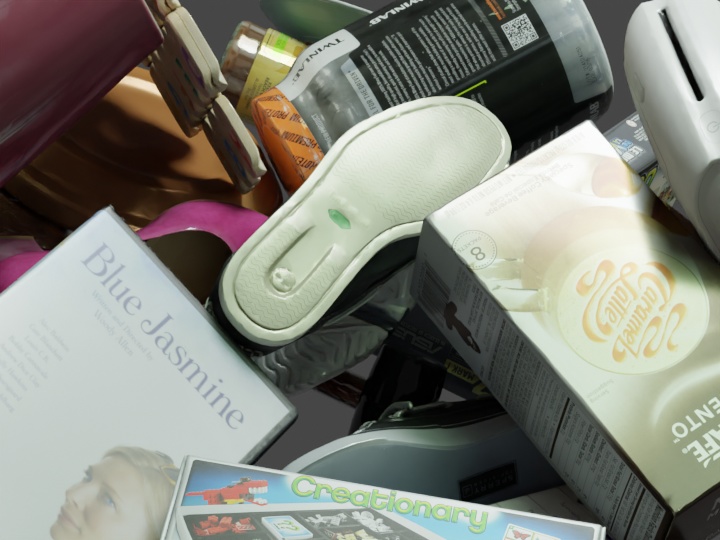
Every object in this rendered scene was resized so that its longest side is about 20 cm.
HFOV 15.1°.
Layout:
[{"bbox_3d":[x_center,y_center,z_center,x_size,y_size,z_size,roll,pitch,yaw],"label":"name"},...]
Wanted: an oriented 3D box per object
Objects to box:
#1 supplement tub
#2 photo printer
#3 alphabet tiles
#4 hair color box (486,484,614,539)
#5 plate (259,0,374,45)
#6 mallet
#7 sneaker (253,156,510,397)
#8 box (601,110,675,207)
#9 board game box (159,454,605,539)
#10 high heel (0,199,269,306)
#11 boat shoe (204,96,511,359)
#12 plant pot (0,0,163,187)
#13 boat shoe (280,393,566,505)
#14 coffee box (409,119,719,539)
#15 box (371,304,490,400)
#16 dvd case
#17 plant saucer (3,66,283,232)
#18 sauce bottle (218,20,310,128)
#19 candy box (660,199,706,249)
[{"bbox_3d":[0.042,-0.105,1.637,0.199,0.123,0.123,-28,43,-9],"label":"supplement tub"},{"bbox_3d":[0.205,-0.044,1.416,0.200,0.069,0.167,56,13,-35],"label":"photo printer"},{"bbox_3d":[-0.113,-0.132,1.543,0.196,0.015,0.200,59,-9,0],"label":"alphabet tiles"},{"bbox_3d":[0.082,0.170,1.323,0.199,0.065,0.109,-10,43,-45],"label":"hair color box"},{"bbox_3d":[0.020,-0.133,1.806,0.199,0.026,0.200,23,-7,3],"label":"plate"},{"bbox_3d":[0.087,0.088,1.479,0.199,0.066,0.041,11,6,-26],"label":"mallet"},{"bbox_3d":[0.000,0.000,1.495,0.079,0.200,0.130,37,-10,6],"label":"sneaker"},{"bbox_3d":[0.131,-0.024,1.555,0.035,0.111,0.200,32,31,17],"label":"box"},{"bbox_3d":[0.004,0.157,1.212,0.198,0.035,0.127,9,51,6],"label":"board game box"},{"bbox_3d":[-0.111,0.012,1.461,0.199,0.068,0.096,-8,27,-22],"label":"high heel"},{"bbox_3d":[-0.004,-0.023,1.398,0.200,0.068,0.072,-39,82,-28],"label":"boat shoe"},{"bbox_3d":[-0.211,-0.132,1.431,0.201,0.178,0.200,59,-2,3],"label":"plant pot"},{"bbox_3d":[0.031,0.100,1.396,0.198,0.074,0.068,-18,20,-26],"label":"boat shoe"},{"bbox_3d":[0.130,0.038,1.358,0.114,0.080,0.200,-31,67,-22],"label":"coffee box"},{"bbox_3d":[0.116,0.038,1.608,0.199,0.051,0.158,25,28,5],"label":"box"},{"bbox_3d":[-0.131,0.072,1.270,0.143,0.018,0.200,47,46,-1],"label":"dvd case"},{"bbox_3d":[-0.137,-0.074,1.638,0.199,0.038,0.201,19,26,-10],"label":"plant saucer"},{"bbox_3d":[0.001,-0.099,1.764,0.199,0.065,0.065,22,26,-3],"label":"sauce bottle"},{"bbox_3d":[0.203,0.051,1.518,0.200,0.055,0.116,30,41,-51],"label":"candy box"}]
